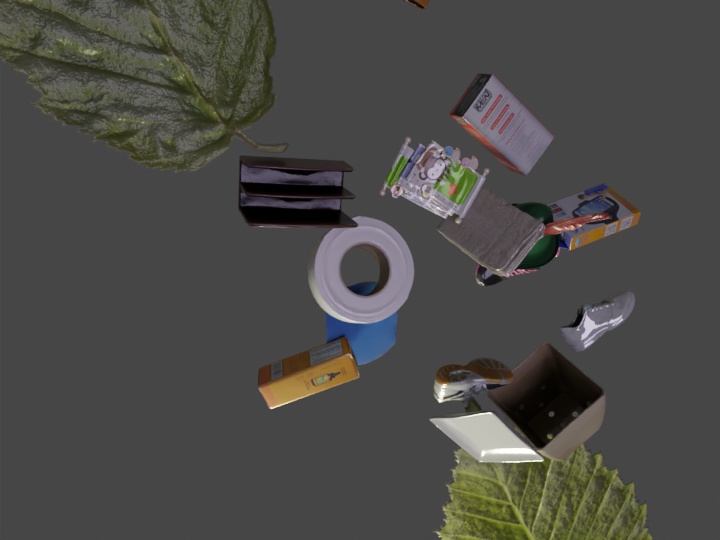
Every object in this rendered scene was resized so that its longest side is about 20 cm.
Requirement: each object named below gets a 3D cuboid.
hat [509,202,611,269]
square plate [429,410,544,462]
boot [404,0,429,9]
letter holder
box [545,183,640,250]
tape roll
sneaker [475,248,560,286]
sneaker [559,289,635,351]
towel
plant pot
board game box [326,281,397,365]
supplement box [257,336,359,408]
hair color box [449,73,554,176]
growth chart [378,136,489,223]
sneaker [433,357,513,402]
[{"bbox_3d":[0.342,-0.114,1.141,0.198,0.167,0.177,-3,150,-3],"label":"hat"},{"bbox_3d":[0.294,0.385,1.351,0.198,0.199,0.029,42,54,-20],"label":"square plate"},{"bbox_3d":[0.061,-0.547,0.976,0.200,0.071,0.145,19,99,-30],"label":"boot"},{"bbox_3d":[-0.109,-0.138,1.029,0.198,0.142,0.102,-1,110,-19],"label":"letter holder"},{"bbox_3d":[0.484,-0.116,1.257,0.198,0.119,0.042,-19,135,-13],"label":"box"},{"bbox_3d":[0.000,0.000,1.118,0.200,0.071,0.205,1,85,-15],"label":"tape roll"},{"bbox_3d":[0.345,-0.021,1.260,0.199,0.095,0.079,-30,119,-6],"label":"sneaker"},{"bbox_3d":[0.573,0.104,1.404,0.200,0.075,0.089,-42,105,0],"label":"sneaker"},{"bbox_3d":[0.258,-0.083,1.156,0.133,0.200,0.034,-50,141,3],"label":"towel"},{"bbox_3d":[0.461,0.335,1.387,0.200,0.200,0.177,-40,129,-2],"label":"plant pot"},{"bbox_3d":[-0.002,0.105,1.217,0.156,0.039,0.202,-9,119,-17],"label":"board game box"},{"bbox_3d":[-0.105,0.207,1.178,0.198,0.069,0.067,-19,120,4],"label":"supplement box"},{"bbox_3d":[0.284,-0.289,1.157,0.199,0.061,0.102,34,96,-28],"label":"hair color box"},{"bbox_3d":[0.150,-0.183,1.153,0.198,0.018,0.146,20,95,-13],"label":"growth chart"},{"bbox_3d":[0.260,0.262,1.358,0.198,0.076,0.088,-1,125,-16],"label":"sneaker"}]
